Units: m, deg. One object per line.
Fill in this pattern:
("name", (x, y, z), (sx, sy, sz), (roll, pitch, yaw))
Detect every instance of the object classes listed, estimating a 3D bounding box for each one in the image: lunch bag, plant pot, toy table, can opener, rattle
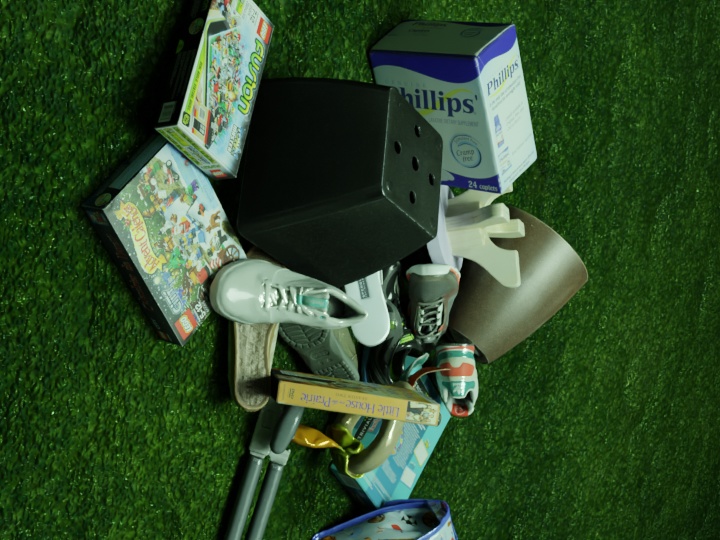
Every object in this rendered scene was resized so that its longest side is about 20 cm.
("lunch bag", (0.048, 0.424, 1.604), (0.197, 0.124, 0.173), (-20, 120, -11))
("plant pot", (0.218, 0.036, 1.761), (0.201, 0.186, 0.188), (-50, 137, -13))
("toy table", (0.164, -0.065, 1.625), (0.200, 0.115, 0.188), (-19, 103, -74))
("can opener", (-0.122, 0.252, 1.426), (0.066, 0.052, 0.204), (141, -33, -85))
("rattle", (0.004, 0.164, 1.509), (0.142, 0.131, 0.200), (39, 106, -16))
("plant pot", (-0.010, -0.110, 1.351), (0.199, 0.175, 0.204), (35, 55, -51))

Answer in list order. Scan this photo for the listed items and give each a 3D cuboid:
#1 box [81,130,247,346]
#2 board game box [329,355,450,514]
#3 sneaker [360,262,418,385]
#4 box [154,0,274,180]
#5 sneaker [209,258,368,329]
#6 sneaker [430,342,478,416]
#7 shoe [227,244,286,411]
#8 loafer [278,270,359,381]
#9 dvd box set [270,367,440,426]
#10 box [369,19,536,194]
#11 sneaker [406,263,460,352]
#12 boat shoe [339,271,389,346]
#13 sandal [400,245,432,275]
("box", (-0.208, -0.037, 1.258), (0.137, 0.037, 0.202), (-53, 136, -32))
("board game box", (0.047, 0.249, 1.668), (0.202, 0.046, 0.152), (-58, 140, -27))
("sneaker", (0.046, 0.078, 1.594), (0.070, 0.082, 0.204), (-15, 110, -51))
("box", (-0.157, -0.215, 1.250), (0.110, 0.034, 0.203), (41, 53, -50))
("sneaker", (-0.077, 0.032, 1.325), (0.198, 0.088, 0.077), (9, 89, -39))
("sneaker", (0.140, 0.177, 1.700), (0.200, 0.069, 0.095), (83, 8, -68))
("shoe", (-0.132, 0.066, 1.384), (0.069, 0.053, 0.204), (9, 85, -19))
("loafer", (-0.058, 0.070, 1.475), (0.070, 0.074, 0.202), (-85, 157, -49))
("dvd box set", (-0.013, 0.154, 1.400), (0.196, 0.146, 0.030), (10, 90, -9))
("box", (0.125, -0.223, 1.544), (0.105, 0.182, 0.203), (-42, 129, -37))
("sneaker", (0.102, 0.057, 1.607), (0.201, 0.075, 0.083), (83, 8, -64))
("boat shoe", (0.000, 0.000, 1.528), (0.070, 0.068, 0.204), (-11, 88, -8))
("sandal", (0.099, -0.008, 1.673), (0.076, 0.047, 0.202), (-58, 139, -27))
